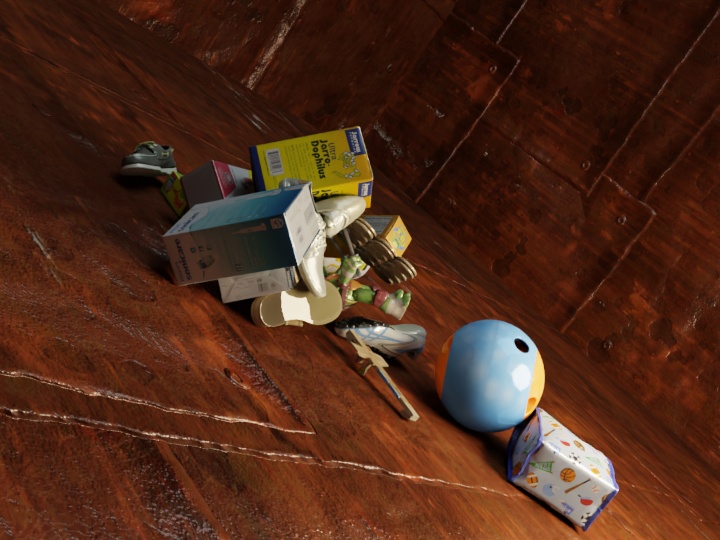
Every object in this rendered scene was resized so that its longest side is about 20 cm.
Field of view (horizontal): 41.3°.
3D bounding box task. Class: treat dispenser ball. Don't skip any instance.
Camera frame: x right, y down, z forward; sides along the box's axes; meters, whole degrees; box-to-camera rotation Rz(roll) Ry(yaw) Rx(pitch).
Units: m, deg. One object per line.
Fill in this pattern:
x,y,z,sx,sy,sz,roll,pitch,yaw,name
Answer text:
0.234,0.191,1.731,0.200,0.202,0.201,34,12,-8,treat dispenser ball

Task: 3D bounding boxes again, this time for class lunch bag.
0.352,0.340,1.698,0.169,0.124,0.200,34,19,-3,lunch bag

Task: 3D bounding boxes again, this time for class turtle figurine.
0.000,0.000,1.744,0.192,0.144,0.202,24,59,-13,turtle figurine

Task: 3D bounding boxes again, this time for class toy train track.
0.029,0.182,1.611,0.200,0.033,0.114,51,10,32,toy train track

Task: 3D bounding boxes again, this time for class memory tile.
0.027,-0.034,1.752,0.153,0.017,0.200,44,-12,-6,memory tile

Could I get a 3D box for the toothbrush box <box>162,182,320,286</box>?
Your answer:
-0.177,-0.056,1.444,0.147,0.197,0.086,-66,145,-65,toothbrush box

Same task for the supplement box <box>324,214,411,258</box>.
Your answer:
0.000,-0.065,1.874,0.198,0.069,0.067,6,-42,42,supplement box

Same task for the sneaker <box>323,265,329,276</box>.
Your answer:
-0.116,-0.016,1.850,0.083,0.074,0.200,33,12,-33,sneaker

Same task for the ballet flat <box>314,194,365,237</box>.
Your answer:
-0.079,-0.080,1.612,0.197,0.070,0.070,-10,27,-13,ballet flat

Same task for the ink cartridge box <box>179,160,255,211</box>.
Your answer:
-0.217,-0.103,1.715,0.199,0.083,0.147,8,60,-62,ink cartridge box

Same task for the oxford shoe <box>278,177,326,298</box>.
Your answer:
-0.081,-0.055,1.541,0.075,0.057,0.203,-47,123,-80,oxford shoe

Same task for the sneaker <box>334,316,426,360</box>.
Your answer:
0.038,0.128,1.769,0.198,0.073,0.072,11,5,-32,sneaker

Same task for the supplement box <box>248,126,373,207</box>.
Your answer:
-0.087,-0.161,1.660,0.109,0.197,0.111,95,-19,-66,supplement box

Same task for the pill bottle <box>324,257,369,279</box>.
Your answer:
-0.065,-0.052,2.042,0.112,0.113,0.199,43,13,31,pill bottle

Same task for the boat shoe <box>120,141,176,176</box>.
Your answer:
-0.393,-0.206,1.760,0.071,0.061,0.202,-4,4,8,boat shoe

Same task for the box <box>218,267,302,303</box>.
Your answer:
-0.153,-0.002,1.567,0.200,0.115,0.061,-41,119,-78,box

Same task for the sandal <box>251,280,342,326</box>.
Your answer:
-0.120,0.056,1.578,0.069,0.079,0.211,-2,3,36,sandal

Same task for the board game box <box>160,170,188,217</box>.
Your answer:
-0.277,-0.113,1.828,0.199,0.048,0.102,25,17,-44,board game box
